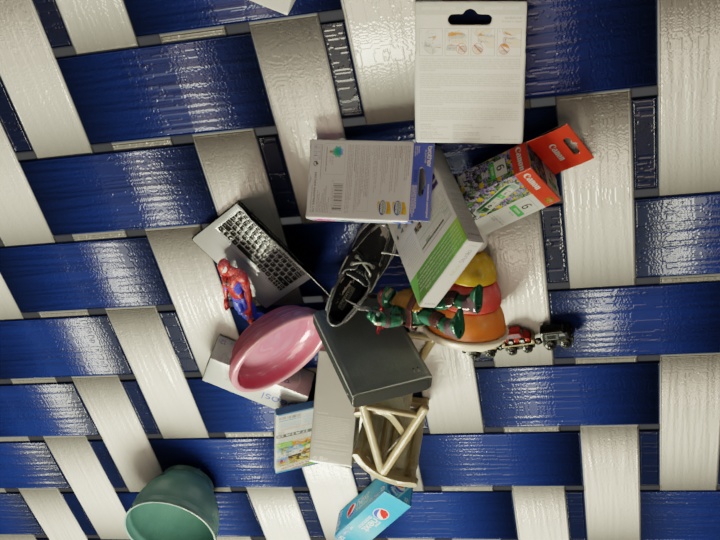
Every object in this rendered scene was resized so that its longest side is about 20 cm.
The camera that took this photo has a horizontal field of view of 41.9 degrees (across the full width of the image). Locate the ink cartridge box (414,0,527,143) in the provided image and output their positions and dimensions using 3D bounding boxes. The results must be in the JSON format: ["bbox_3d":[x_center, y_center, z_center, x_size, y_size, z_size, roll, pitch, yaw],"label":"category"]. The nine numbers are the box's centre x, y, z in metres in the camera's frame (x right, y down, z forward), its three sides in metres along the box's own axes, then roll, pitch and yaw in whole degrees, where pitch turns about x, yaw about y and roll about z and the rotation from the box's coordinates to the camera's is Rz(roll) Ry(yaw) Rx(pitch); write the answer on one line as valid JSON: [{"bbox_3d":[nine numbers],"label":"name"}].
[{"bbox_3d":[0.155,-0.281,1.328,0.156,0.047,0.204,3,117,10],"label":"ink cartridge box"}]

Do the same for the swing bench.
[{"bbox_3d":[0.059,0.229,1.636,0.127,0.201,0.203,9,129,4],"label":"swing bench"}]

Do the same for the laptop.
[{"bbox_3d":[-0.167,-0.007,1.553,0.198,0.117,0.187,-32,115,31],"label":"laptop"}]

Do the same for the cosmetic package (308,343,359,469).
[{"bbox_3d":[-0.039,0.233,1.666,0.088,0.107,0.205,9,98,5],"label":"cosmetic package"}]

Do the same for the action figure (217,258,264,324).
[{"bbox_3d":[-0.207,0.054,1.629,0.064,0.052,0.202,18,142,34],"label":"action figure"}]

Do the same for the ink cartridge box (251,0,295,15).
[{"bbox_3d":[-0.150,-0.451,1.184,0.196,0.148,0.148,20,130,-4],"label":"ink cartridge box"}]

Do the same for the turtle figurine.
[{"bbox_3d":[0.085,0.044,1.464,0.197,0.152,0.101,13,151,31],"label":"turtle figurine"}]

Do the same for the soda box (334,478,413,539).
[{"bbox_3d":[0.027,0.494,1.937,0.067,0.065,0.200,30,128,-14],"label":"soda box"}]

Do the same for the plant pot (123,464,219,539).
[{"bbox_3d":[-0.381,0.500,1.980,0.195,0.135,0.204,6,129,8],"label":"plant pot"}]

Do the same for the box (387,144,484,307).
[{"bbox_3d":[0.103,-0.068,1.401,0.036,0.203,0.145,8,135,-30],"label":"box"}]

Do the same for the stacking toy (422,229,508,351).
[{"bbox_3d":[0.177,0.015,1.518,0.142,0.146,0.205,6,110,7],"label":"stacking toy"}]

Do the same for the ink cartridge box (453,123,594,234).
[{"bbox_3d":[0.241,-0.132,1.389,0.197,0.051,0.108,-24,145,28],"label":"ink cartridge box"}]

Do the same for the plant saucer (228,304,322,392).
[{"bbox_3d":[-0.148,0.130,1.639,0.051,0.198,0.202,51,132,25],"label":"plant saucer"}]

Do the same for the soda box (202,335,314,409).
[{"bbox_3d":[-0.190,0.198,1.750,0.196,0.064,0.069,23,130,-7],"label":"soda box"}]

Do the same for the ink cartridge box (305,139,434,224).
[{"bbox_3d":[0.017,-0.133,1.413,0.195,0.042,0.122,3,87,19],"label":"ink cartridge box"}]

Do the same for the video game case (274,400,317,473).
[{"bbox_3d":[-0.096,0.314,1.797,0.140,0.018,0.202,-10,139,-15],"label":"video game case"}]

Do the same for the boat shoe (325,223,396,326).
[{"bbox_3d":[0.000,0.000,1.513,0.071,0.068,0.202,32,102,-1],"label":"boat shoe"}]

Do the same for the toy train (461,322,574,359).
[{"bbox_3d":[0.267,0.119,1.614,0.196,0.034,0.047,-9,122,18],"label":"toy train"}]

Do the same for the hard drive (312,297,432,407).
[{"bbox_3d":[0.016,0.129,1.541,0.137,0.201,0.033,-11,132,-18],"label":"hard drive"}]
